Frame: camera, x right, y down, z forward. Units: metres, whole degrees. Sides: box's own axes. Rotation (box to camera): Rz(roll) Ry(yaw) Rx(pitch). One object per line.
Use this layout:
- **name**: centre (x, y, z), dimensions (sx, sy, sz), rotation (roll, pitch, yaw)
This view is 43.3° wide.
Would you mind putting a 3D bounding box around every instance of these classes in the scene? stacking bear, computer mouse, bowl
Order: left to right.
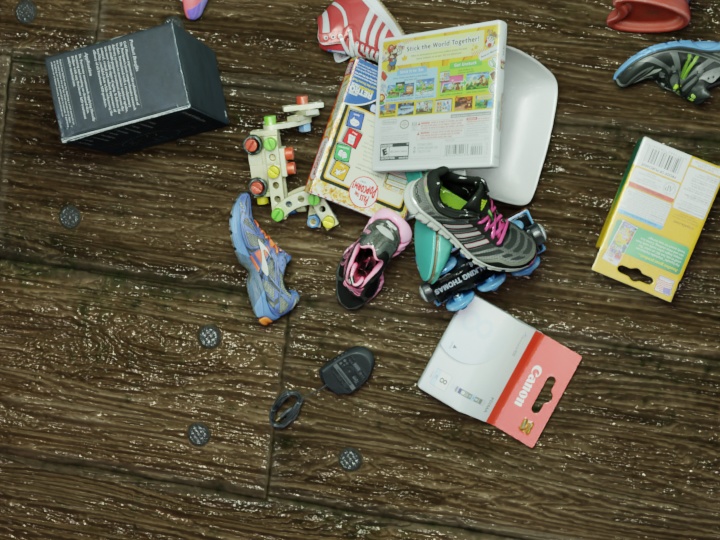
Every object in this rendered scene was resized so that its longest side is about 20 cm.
- **computer mouse**: centre (-0.061, 0.179, 1.395), dimensions (0.198, 0.034, 0.059), rotation (-33, 105, 13)
- **bowl**: centre (0.187, -0.205, 1.275), dimensions (0.074, 0.198, 0.204), rotation (16, 94, 41)
- **stacking bear**: centre (0.419, -0.449, 1.264), dimensions (0.111, 0.121, 0.204), rotation (9, 86, 9)

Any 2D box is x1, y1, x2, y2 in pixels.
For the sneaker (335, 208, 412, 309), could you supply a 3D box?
- **sneaker**: centre (0.000, 0.000, 1.305), dimensions (0.078, 0.096, 0.201), rotation (33, 138, 5)

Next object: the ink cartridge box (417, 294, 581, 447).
- **ink cartridge box**: centre (0.206, 0.149, 1.345), dimensions (0.198, 0.047, 0.162), rotation (29, 96, 7)

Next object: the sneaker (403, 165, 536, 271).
- **sneaker**: centre (0.153, -0.070, 1.185), dimensions (0.198, 0.088, 0.074), rotation (32, 61, -5)

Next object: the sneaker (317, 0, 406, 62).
- **sneaker**: centre (0.011, -0.325, 1.323), dimensions (0.112, 0.071, 0.201), rotation (-37, 65, 8)

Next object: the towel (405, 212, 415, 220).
- **towel**: centre (0.074, -0.182, 1.361), dimensions (0.144, 0.024, 0.204), rotation (-18, 90, 7)

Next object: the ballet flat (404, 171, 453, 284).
- **ballet flat**: centre (0.108, -0.083, 1.262), dimensions (0.069, 0.067, 0.204), rotation (-2, 75, -24)

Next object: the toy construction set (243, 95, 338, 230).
- **toy construction set**: centre (-0.102, -0.158, 1.349), dimensions (0.128, 0.092, 0.205), rotation (-3, 92, 8)

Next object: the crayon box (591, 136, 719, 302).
- **crayon box**: centre (0.424, -0.073, 1.305), dimensions (0.124, 0.052, 0.203), rotation (22, 95, 6)

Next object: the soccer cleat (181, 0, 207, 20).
- **soccer cleat**: centre (-0.224, -0.479, 1.368), dimensions (0.075, 0.067, 0.204), rotation (11, 91, 2)

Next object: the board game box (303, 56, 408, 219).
- **board game box**: centre (0.022, -0.182, 1.306), dimensions (0.149, 0.046, 0.203), rotation (20, 91, -17)

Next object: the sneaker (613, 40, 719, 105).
- **sneaker**: centre (0.460, -0.277, 1.281), dimensions (0.195, 0.071, 0.085), rotation (-2, 86, 5)

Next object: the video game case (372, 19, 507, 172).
- **video game case**: centre (0.101, -0.226, 1.203), dimensions (0.197, 0.023, 0.186), rotation (3, 89, 41)

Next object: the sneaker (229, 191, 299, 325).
- **sneaker**: centre (-0.146, -0.023, 1.380), dimensions (0.077, 0.075, 0.204), rotation (-17, 98, -1)

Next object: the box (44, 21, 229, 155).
- **box**: centre (-0.317, -0.257, 1.319), dimensions (0.193, 0.200, 0.127), rotation (-12, 90, 8)

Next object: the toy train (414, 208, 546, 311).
- **toy train**: centre (0.172, -0.019, 1.308), dimensions (0.198, 0.115, 0.088), rotation (-29, 108, 7)
